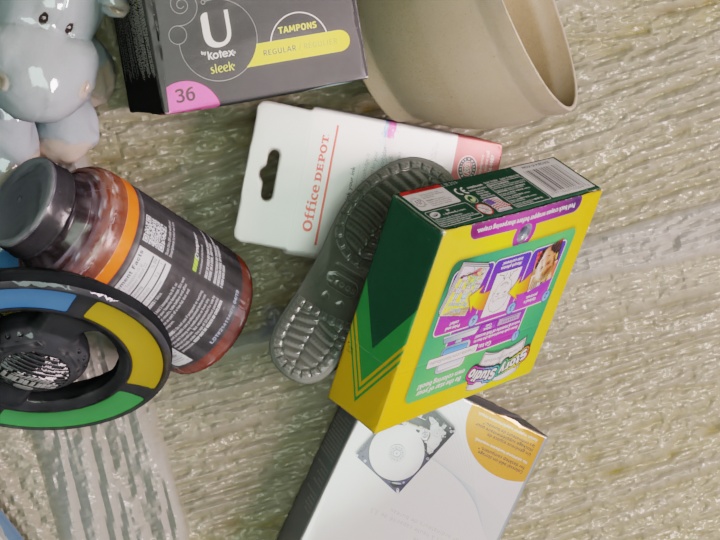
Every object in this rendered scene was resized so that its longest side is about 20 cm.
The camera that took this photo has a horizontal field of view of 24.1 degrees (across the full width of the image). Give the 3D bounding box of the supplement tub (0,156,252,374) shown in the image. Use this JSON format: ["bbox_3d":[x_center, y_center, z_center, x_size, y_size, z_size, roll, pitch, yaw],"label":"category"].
[{"bbox_3d":[-0.179,-0.007,1.248,0.199,0.107,0.107,35,89,-41],"label":"supplement tub"}]

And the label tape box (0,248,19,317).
[{"bbox_3d":[-0.343,0.021,1.264,0.143,0.066,0.201,40,86,-26],"label":"label tape box"}]

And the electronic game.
[{"bbox_3d":[-0.234,0.060,1.210,0.197,0.201,0.042,5,55,-12],"label":"electronic game"}]

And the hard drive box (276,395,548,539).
[{"bbox_3d":[0.037,0.187,1.368,0.155,0.077,0.202,24,92,-13],"label":"hard drive box"}]

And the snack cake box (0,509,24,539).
[{"bbox_3d":[-0.321,0.217,1.271,0.114,0.067,0.201,-33,123,-5],"label":"snack cake box"}]

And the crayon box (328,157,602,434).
[{"bbox_3d":[0.079,0.015,1.265,0.199,0.058,0.174,-15,133,-47],"label":"crayon box"}]

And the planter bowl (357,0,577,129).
[{"bbox_3d":[0.066,-0.192,1.282,0.134,0.200,0.202,-21,102,20],"label":"planter bowl"}]

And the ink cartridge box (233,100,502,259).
[{"bbox_3d":[0.001,-0.064,1.333,0.198,0.067,0.118,11,96,-13],"label":"ink cartridge box"}]

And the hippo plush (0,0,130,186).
[{"bbox_3d":[-0.221,-0.165,1.210,0.158,0.160,0.202,17,76,-34],"label":"hippo plush"}]

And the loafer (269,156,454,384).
[{"bbox_3d":[0.000,0.000,1.282,0.075,0.070,0.201,38,81,8],"label":"loafer"}]

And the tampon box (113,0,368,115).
[{"bbox_3d":[-0.097,-0.187,1.226,0.148,0.200,0.128,-12,99,-13],"label":"tampon box"}]
